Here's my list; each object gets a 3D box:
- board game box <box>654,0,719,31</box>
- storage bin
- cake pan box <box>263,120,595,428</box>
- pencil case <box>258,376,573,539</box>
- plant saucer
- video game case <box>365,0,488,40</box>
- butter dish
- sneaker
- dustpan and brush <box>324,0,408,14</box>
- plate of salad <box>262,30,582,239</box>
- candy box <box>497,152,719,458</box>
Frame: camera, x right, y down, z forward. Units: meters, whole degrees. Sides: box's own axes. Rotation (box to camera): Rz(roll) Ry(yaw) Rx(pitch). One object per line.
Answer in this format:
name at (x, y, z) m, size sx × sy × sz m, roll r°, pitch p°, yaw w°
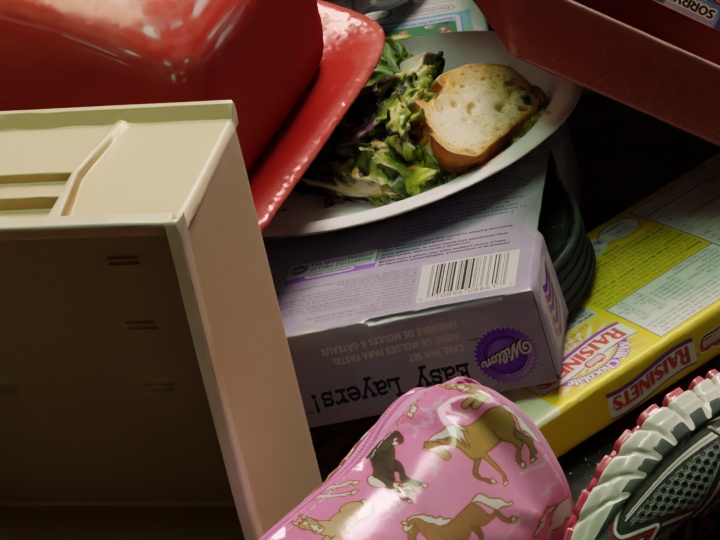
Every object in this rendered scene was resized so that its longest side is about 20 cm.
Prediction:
board game box at (0.088, -0.174, 1.347) m, size 0.200 × 0.034 × 0.135 m, roll 24°, pitch 14°, yaw -11°
storage bin at (-0.128, 0.045, 1.129) m, size 0.198 × 0.200 × 0.094 m, roll -2°, pitch 33°, yaw 18°
cake pan box at (0.000, 0.000, 1.260) m, size 0.200 × 0.052 × 0.184 m, roll -12°, pitch 28°, yaw 13°
pencil case at (-0.007, 0.124, 1.062) m, size 0.083 × 0.087 × 0.200 m, roll 23°, pitch 49°, yaw 37°
plant saucer at (0.130, -0.099, 1.296) m, size 0.200 × 0.037 × 0.200 m, roll 23°, pitch 13°, yaw -13°
video game case at (-0.031, -0.095, 1.475) m, size 0.200 × 0.024 × 0.182 m, roll -11°, pitch 33°, yaw 3°
butter dish at (-0.105, -0.117, 1.196) m, size 0.200 × 0.148 × 0.200 m, roll 18°, pitch 42°, yaw 14°
sneaker at (0.156, 0.073, 1.100) m, size 0.200 × 0.081 × 0.075 m, roll -34°, pitch 64°, yaw -18°
dustpan and brush at (-0.021, -0.133, 1.427) m, size 0.140 × 0.057 × 0.200 m, roll -32°, pitch 6°, yaw 34°
plate of salad at (0.000, -0.071, 1.291) m, size 0.200 × 0.048 × 0.200 m, roll -15°, pitch 25°, yaw 7°
candy box at (0.119, 0.013, 1.246) m, size 0.200 × 0.026 × 0.102 m, roll -30°, pitch 34°, yaw -24°
